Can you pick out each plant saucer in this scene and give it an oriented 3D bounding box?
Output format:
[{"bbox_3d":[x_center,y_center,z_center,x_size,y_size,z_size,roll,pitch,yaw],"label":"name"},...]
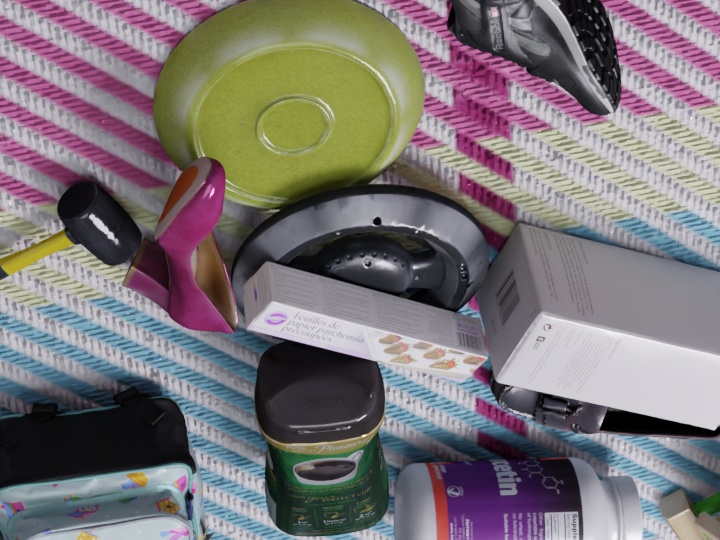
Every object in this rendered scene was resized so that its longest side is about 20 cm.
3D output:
[{"bbox_3d":[-0.050,-0.112,1.709,0.200,0.031,0.200,-5,134,-5],"label":"plant saucer"}]

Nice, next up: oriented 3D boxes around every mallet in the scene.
[{"bbox_3d":[-0.255,0.000,1.780,0.200,0.041,0.066,-29,133,24],"label":"mallet"}]

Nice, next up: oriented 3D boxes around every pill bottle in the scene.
[{"bbox_3d":[0.132,0.215,1.993,0.200,0.113,0.113,-2,133,-9],"label":"pill bottle"}]

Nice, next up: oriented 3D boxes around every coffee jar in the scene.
[{"bbox_3d":[-0.030,0.132,1.880,0.104,0.085,0.200,-5,147,-2],"label":"coffee jar"}]

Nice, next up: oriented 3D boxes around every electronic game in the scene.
[{"bbox_3d":[0.000,0.000,1.809,0.200,0.042,0.200,-6,144,-4],"label":"electronic game"}]

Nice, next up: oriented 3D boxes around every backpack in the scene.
[{"bbox_3d":[-0.209,0.214,1.910,0.176,0.153,0.200,-10,141,-7],"label":"backpack"}]

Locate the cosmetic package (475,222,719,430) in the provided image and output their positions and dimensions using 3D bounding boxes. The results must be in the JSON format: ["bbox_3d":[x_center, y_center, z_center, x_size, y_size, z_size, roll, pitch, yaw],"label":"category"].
[{"bbox_3d":[0.203,0.044,1.849,0.200,0.108,0.085,15,129,-21],"label":"cosmetic package"}]

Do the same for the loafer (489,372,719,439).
[{"bbox_3d":[0.208,0.105,1.936,0.200,0.063,0.072,2,132,-12],"label":"loafer"}]

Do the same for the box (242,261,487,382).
[{"bbox_3d":[0.005,0.041,1.796,0.200,0.041,0.039,15,138,-30],"label":"box"}]

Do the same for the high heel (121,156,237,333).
[{"bbox_3d":[-0.108,-0.013,1.730,0.096,0.067,0.200,26,143,-8],"label":"high heel"}]

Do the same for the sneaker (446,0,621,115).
[{"bbox_3d":[0.111,-0.180,1.660,0.087,0.076,0.200,-18,131,28],"label":"sneaker"}]

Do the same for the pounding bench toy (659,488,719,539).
[{"bbox_3d":[0.374,0.205,2.029,0.156,0.200,0.124,-45,135,-11],"label":"pounding bench toy"}]
